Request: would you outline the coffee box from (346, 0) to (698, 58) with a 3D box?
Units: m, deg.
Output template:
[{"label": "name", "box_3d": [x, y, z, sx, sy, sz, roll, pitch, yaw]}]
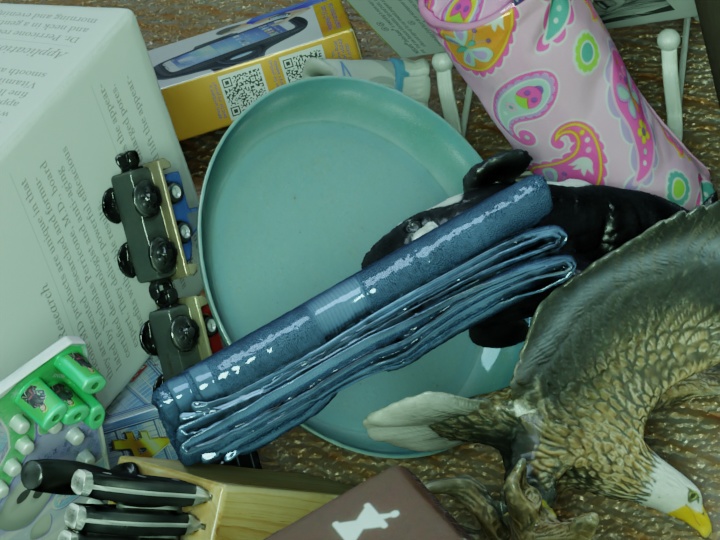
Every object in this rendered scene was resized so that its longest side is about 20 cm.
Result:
[{"label": "coffee box", "box_3d": [0.073, -0.256, 1.215, 0.197, 0.200, 0.201, -6, 70, 23]}]

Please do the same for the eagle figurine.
[{"label": "eagle figurine", "box_3d": [0.116, 0.061, 1.034, 0.151, 0.151, 0.200, 5, 50, 44]}]

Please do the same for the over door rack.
[{"label": "over door rack", "box_3d": [0.123, -0.123, 1.323, 0.147, 0.067, 0.201, -3, 38, 18]}]

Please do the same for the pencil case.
[{"label": "pencil case", "box_3d": [0.112, -0.086, 1.161, 0.087, 0.200, 0.088, -26, 31, 17]}]

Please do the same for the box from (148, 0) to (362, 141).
[{"label": "box", "box_3d": [-0.098, -0.119, 1.409, 0.199, 0.042, 0.119, -16, 19, -1]}]

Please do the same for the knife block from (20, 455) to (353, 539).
[{"label": "knife block", "box_3d": [-0.070, 0.111, 0.992, 0.064, 0.176, 0.200, 13, 45, 34]}]

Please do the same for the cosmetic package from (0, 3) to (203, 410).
[{"label": "cosmetic package", "box_3d": [-0.203, -0.014, 1.120, 0.164, 0.166, 0.200, 7, 41, 30]}]

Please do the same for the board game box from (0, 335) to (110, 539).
[{"label": "board game box", "box_3d": [-0.182, 0.148, 0.980, 0.200, 0.201, 0.026, -37, 59, -25]}]

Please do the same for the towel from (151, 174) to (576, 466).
[{"label": "towel", "box_3d": [0.000, 0.027, 1.009, 0.199, 0.049, 0.112, -30, 1, -7]}]

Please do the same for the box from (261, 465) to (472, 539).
[{"label": "box", "box_3d": [0.006, 0.217, 0.797, 0.164, 0.201, 0.166, -27, 36, -14]}]

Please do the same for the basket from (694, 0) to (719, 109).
[{"label": "basket", "box_3d": [0.240, -0.128, 1.163, 0.135, 0.201, 0.181, -11, 36, 7]}]

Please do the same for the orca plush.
[{"label": "orca plush", "box_3d": [0.105, 0.005, 1.107, 0.199, 0.106, 0.071, 9, 20, -25]}]

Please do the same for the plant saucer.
[{"label": "plant saucer", "box_3d": [0.000, 0.000, 1.130, 0.027, 0.200, 0.200, -30, 15, 52]}]

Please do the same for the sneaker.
[{"label": "sneaker", "box_3d": [-0.007, -0.056, 1.254, 0.086, 0.075, 0.201, 12, 34, -9]}]

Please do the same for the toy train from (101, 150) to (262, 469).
[{"label": "toy train", "box_3d": [-0.082, 0.037, 1.096, 0.034, 0.201, 0.046, -11, 7, 43]}]

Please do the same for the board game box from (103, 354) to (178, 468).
[{"label": "board game box", "box_3d": [-0.177, 0.083, 1.175, 0.200, 0.062, 0.199, -38, 39, -26]}]
